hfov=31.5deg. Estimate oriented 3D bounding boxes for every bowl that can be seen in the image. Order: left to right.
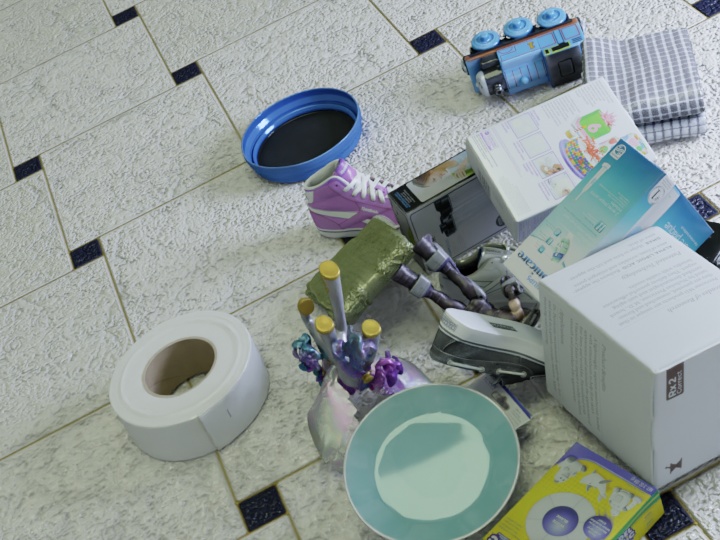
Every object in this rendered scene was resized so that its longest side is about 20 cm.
[{"bbox_3d":[-0.090,-0.212,2.017,0.199,0.039,0.201,-14,40,12],"label":"bowl"}]

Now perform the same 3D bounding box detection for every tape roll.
[{"bbox_3d":[-0.222,0.148,1.656,0.201,0.071,0.203,-13,40,11],"label":"tape roll"}]

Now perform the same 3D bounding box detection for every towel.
[{"bbox_3d":[0.000,0.000,1.677,0.148,0.036,0.200,-46,17,-4],"label":"towel"},{"bbox_3d":[0.395,-0.263,1.799,0.165,0.086,0.201,-11,41,14],"label":"towel"}]

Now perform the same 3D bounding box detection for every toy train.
[{"bbox_3d":[0.254,-0.327,1.943,0.199,0.087,0.115,-18,45,7],"label":"toy train"}]

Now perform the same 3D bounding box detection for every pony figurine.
[{"bbox_3d":[-0.009,0.115,1.521,0.166,0.201,0.193,-27,54,-15],"label":"pony figurine"}]

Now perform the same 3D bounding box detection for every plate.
[{"bbox_3d":[0.079,0.215,1.408,0.199,0.026,0.201,-8,53,11],"label":"plate"}]

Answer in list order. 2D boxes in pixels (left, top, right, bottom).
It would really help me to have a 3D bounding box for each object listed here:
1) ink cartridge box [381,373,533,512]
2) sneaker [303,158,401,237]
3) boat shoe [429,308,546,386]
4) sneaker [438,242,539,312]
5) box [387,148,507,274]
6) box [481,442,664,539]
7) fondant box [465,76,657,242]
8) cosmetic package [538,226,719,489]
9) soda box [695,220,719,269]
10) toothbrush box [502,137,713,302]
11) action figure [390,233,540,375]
[{"bbox_3d":[0.096,0.203,1.462,0.199,0.039,0.100,-31,40,-7],"label":"ink cartridge box"},{"bbox_3d":[0.015,-0.108,1.791,0.199,0.115,0.073,-7,40,17],"label":"sneaker"},{"bbox_3d":[0.169,0.100,1.468,0.068,0.199,0.072,-66,32,16],"label":"boat shoe"},{"bbox_3d":[0.191,0.005,1.598,0.199,0.087,0.075,-14,33,9],"label":"sneaker"},{"bbox_3d":[0.146,-0.095,1.712,0.199,0.117,0.060,-29,42,-8],"label":"box"},{"bbox_3d":[0.205,0.279,1.318,0.200,0.049,0.117,-43,43,-20],"label":"box"},{"bbox_3d":[0.253,-0.141,1.617,0.199,0.058,0.145,-25,61,-4],"label":"fondant box"},{"bbox_3d":[0.315,0.089,1.364,0.164,0.166,0.200,-24,39,-18],"label":"cosmetic package"},{"bbox_3d":[0.361,-0.029,1.570,0.199,0.064,0.071,15,53,38],"label":"soda box"},{"bbox_3d":[0.286,-0.026,1.469,0.200,0.146,0.085,-46,45,6],"label":"toothbrush box"},{"bbox_3d":[0.137,0.042,1.548,0.200,0.069,0.130,40,90,7],"label":"action figure"}]
